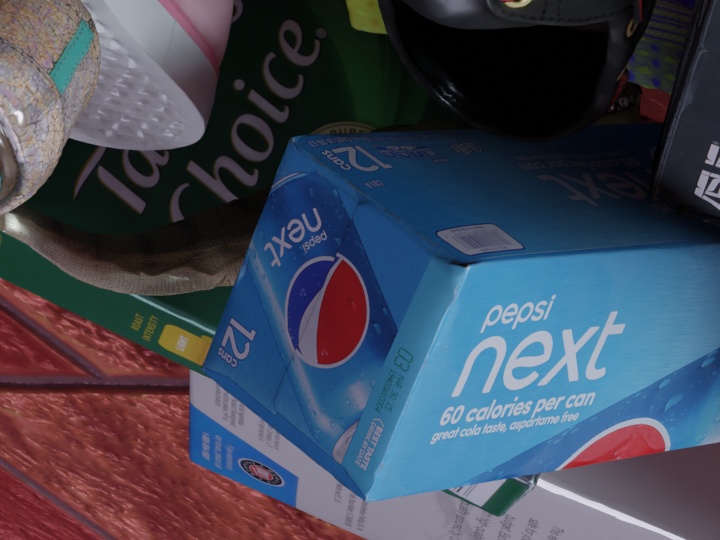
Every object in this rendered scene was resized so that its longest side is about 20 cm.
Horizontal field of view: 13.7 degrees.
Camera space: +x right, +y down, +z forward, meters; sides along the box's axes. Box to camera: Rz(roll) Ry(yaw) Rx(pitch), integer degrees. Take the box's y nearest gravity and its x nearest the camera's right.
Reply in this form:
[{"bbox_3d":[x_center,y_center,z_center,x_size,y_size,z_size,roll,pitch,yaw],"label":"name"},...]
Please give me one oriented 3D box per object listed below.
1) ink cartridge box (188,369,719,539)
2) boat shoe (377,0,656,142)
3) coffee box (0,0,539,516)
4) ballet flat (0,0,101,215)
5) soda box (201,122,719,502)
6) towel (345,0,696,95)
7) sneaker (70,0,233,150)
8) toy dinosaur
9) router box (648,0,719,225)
[{"bbox_3d":[0.046,0.051,1.039,0.200,0.084,0.146,23,159,4],"label":"ink cartridge box"},{"bbox_3d":[0.036,-0.082,0.664,0.074,0.063,0.201,22,168,11],"label":"boat shoe"},{"bbox_3d":[-0.019,-0.024,0.884,0.200,0.123,0.044,27,161,-2],"label":"coffee box"},{"bbox_3d":[-0.144,-0.044,0.730,0.200,0.067,0.068,4,131,32],"label":"ballet flat"},{"bbox_3d":[0.057,0.006,0.773,0.200,0.068,0.064,-4,-147,-48],"label":"soda box"},{"bbox_3d":[0.043,-0.103,0.769,0.143,0.023,0.200,17,157,18],"label":"towel"},{"bbox_3d":[-0.075,-0.116,0.741,0.075,0.105,0.200,6,160,17],"label":"sneaker"},{"bbox_3d":[0.000,0.000,0.823,0.047,0.200,0.088,-44,66,56],"label":"toy dinosaur"},{"bbox_3d":[0.152,-0.059,0.661,0.150,0.062,0.200,15,159,4],"label":"router box"}]
